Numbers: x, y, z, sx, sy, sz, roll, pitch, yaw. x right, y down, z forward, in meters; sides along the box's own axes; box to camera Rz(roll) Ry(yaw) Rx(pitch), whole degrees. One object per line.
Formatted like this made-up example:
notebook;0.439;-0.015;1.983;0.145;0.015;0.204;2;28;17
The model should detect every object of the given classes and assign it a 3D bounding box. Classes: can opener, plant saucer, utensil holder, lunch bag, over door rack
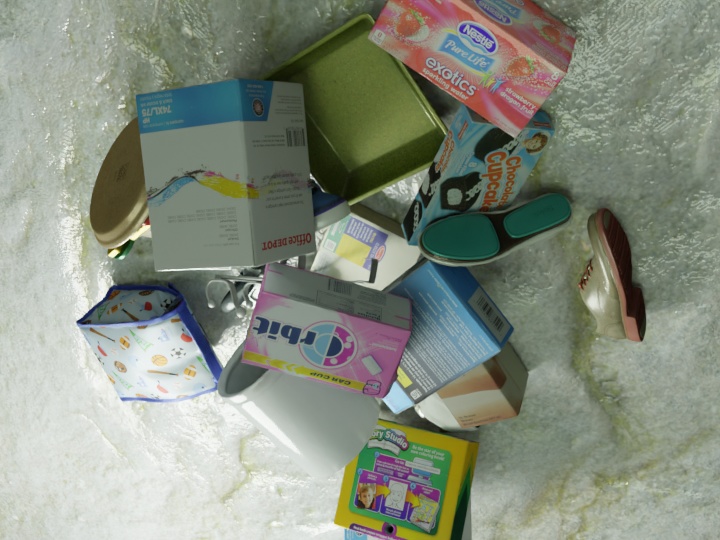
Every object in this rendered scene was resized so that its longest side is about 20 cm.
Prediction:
can opener;-0.138;-0.004;1.352;0.052;0.067;0.201;33;128;-6
plant saucer;-0.004;-0.196;1.142;0.198;0.048;0.201;-22;117;35
utensil holder;-0.090;0.190;1.420;0.169;0.171;0.200;-26;116;37
lunch bag;-0.316;0.114;1.483;0.197;0.124;0.172;-2;127;33
over door rack;-0.093;0.027;1.258;0.198;0.146;0.068;-14;78;43

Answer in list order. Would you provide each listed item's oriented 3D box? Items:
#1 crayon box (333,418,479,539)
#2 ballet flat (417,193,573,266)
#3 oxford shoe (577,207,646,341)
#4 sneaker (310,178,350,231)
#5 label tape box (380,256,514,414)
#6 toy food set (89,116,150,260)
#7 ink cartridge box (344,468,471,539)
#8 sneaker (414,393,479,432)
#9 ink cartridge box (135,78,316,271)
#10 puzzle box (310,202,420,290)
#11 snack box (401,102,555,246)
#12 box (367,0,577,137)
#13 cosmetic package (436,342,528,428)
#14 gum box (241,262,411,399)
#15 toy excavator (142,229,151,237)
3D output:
crayon box;0.070;0.328;1.443;0.197;0.176;0.058;9;172;29
ballet flat;0.165;-0.040;1.145;0.196;0.070;0.070;-16;128;-7
oxford shoe;0.303;0.012;1.175;0.074;0.071;0.202;-3;126;31
sneaker;-0.114;-0.121;1.186;0.197;0.080;0.149;-4;109;35
label tape box;0.077;0.079;1.208;0.144;0.066;0.199;50;128;-3
toy food set;-0.294;-0.120;1.233;0.048;0.203;0.197;25;140;-37
ink cartridge box;0.077;0.376;1.511;0.197;0.148;0.084;-5;170;27
sneaker;0.098;0.175;1.392;0.084;0.073;0.201;-19;120;31
ink cartridge box;-0.152;-0.109;1.089;0.143;0.146;0.204;-2;96;26
puzzle box;0.000;0.000;1.320;0.131;0.026;0.201;27;133;1
snack box;0.137;-0.108;1.126;0.114;0.038;0.201;1;138;-24
box;0.122;-0.253;1.010;0.198;0.095;0.103;33;132;-6
cosmetic package;0.142;0.115;1.314;0.102;0.088;0.201;-20;118;35
gum box;-0.036;0.075;1.148;0.196;0.067;0.115;15;125;-7
toy excavator;-0.275;-0.075;1.332;0.192;0.101;0.200;24;149;-7
